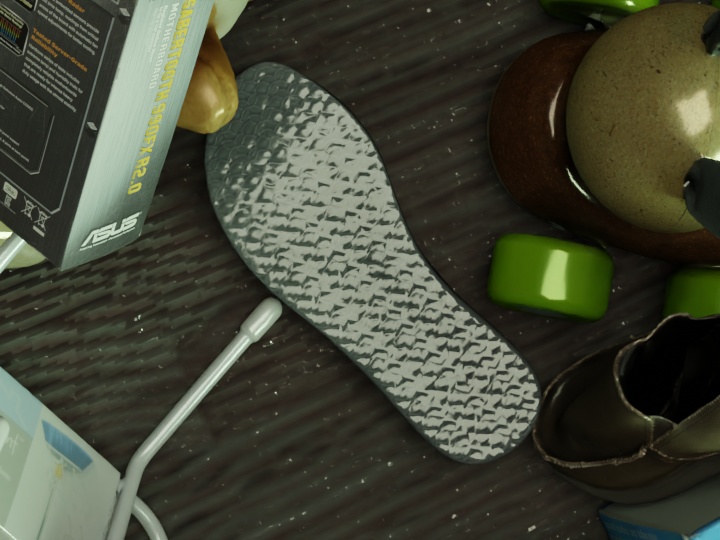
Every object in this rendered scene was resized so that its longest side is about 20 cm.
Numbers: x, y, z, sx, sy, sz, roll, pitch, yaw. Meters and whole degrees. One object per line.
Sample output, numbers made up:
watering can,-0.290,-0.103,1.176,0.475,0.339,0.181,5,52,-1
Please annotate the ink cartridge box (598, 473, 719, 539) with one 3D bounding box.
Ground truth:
ink cartridge box,0.220,0.165,0.947,0.147,0.145,0.201,-25,91,-10

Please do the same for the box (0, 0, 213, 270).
box,-0.149,-0.121,0.856,0.200,0.159,0.048,36,37,22

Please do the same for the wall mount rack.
wall mount rack,-0.110,0.051,0.911,0.200,0.074,0.174,47,38,-33

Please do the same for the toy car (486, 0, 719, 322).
toy car,0.144,-0.058,0.917,0.157,0.200,0.165,10,86,-9

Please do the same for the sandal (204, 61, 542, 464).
sandal,0.000,0.001,0.974,0.076,0.043,0.200,-35,95,2

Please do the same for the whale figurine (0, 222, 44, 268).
whale figurine,-0.226,0.000,0.917,0.200,0.104,0.160,-33,113,-31

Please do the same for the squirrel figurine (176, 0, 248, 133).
squirrel figurine,-0.104,-0.187,0.889,0.199,0.187,0.142,19,42,16

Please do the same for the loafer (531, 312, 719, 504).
loafer,0.130,0.044,0.914,0.071,0.200,0.073,31,64,-23
